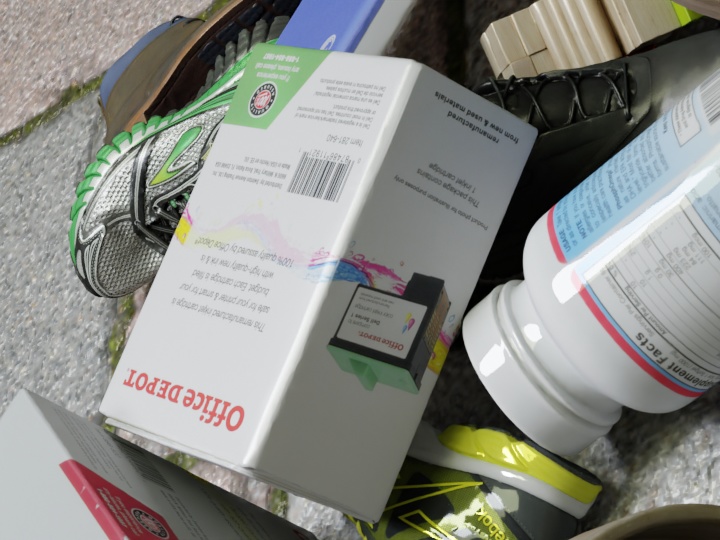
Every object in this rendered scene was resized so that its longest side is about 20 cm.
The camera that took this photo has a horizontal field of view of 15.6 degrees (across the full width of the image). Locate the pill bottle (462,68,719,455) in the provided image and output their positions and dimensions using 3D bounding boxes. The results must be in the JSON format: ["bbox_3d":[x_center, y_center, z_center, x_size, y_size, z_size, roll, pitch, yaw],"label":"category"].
[{"bbox_3d":[0.144,-0.008,1.167,0.200,0.109,0.109,-40,40,22],"label":"pill bottle"}]

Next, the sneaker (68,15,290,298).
[{"bbox_3d":[-0.089,-0.055,1.496,0.200,0.078,0.085,-44,39,16],"label":"sneaker"}]

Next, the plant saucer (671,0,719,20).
[{"bbox_3d":[0.194,-0.174,1.212,0.199,0.030,0.201,0,44,0],"label":"plant saucer"}]

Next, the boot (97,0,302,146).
[{"bbox_3d":[-0.091,-0.137,1.562,0.200,0.075,0.097,-46,40,17],"label":"boot"}]

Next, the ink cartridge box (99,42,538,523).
[{"bbox_3d":[-0.022,0.003,1.236,0.145,0.084,0.201,13,79,56],"label":"ink cartridge box"}]

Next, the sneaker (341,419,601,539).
[{"bbox_3d":[0.021,0.113,1.248,0.200,0.074,0.085,3,67,50],"label":"sneaker"}]

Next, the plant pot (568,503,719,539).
[{"bbox_3d":[0.094,0.204,1.028,0.173,0.199,0.201,-27,43,58],"label":"plant pot"}]

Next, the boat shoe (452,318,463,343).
[{"bbox_3d":[0.000,0.000,1.365,0.071,0.063,0.200,-55,36,-1],"label":"boat shoe"}]

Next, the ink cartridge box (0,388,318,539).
[{"bbox_3d":[-0.081,0.156,1.230,0.084,0.200,0.145,-55,36,7],"label":"ink cartridge box"}]

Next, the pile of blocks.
[{"bbox_3d":[0.144,-0.127,1.311,0.200,0.082,0.062,-26,85,46],"label":"pile of blocks"}]

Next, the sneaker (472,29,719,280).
[{"bbox_3d":[0.100,-0.064,1.276,0.200,0.091,0.076,-30,42,30],"label":"sneaker"}]

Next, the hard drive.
[{"bbox_3d":[0.018,-0.177,1.415,0.200,0.025,0.132,-60,18,-16],"label":"hard drive"}]
